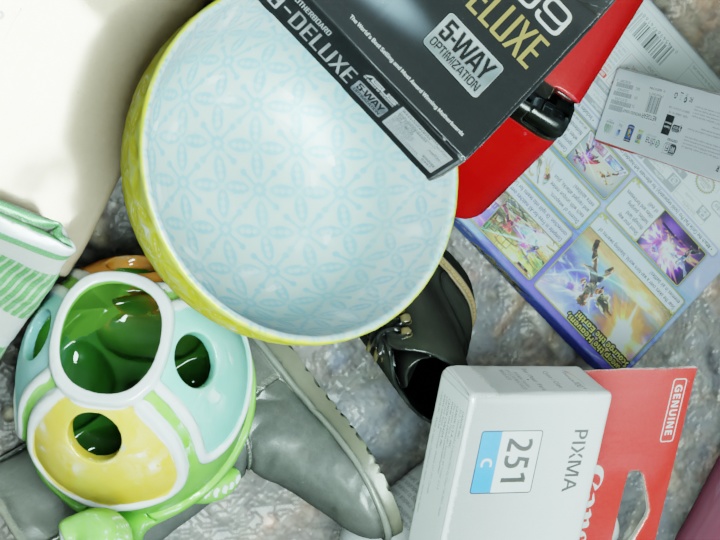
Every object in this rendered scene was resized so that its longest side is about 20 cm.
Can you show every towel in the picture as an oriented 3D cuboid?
[{"bbox_3d":[-0.262,0.015,1.411,0.153,0.023,0.200,22,133,-21],"label":"towel"}]

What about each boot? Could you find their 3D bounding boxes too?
[{"bbox_3d":[-0.100,0.137,1.508,0.200,0.073,0.182,-35,72,-15],"label":"boot"},{"bbox_3d":[0.000,0.000,1.490,0.200,0.138,0.077,37,111,-21],"label":"boot"}]

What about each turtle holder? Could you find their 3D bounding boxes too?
[{"bbox_3d":[-0.141,0.076,1.432,0.141,0.132,0.186,32,74,16],"label":"turtle holder"}]

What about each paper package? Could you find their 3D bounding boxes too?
[{"bbox_3d":[-0.208,-0.127,1.418,0.191,0.103,0.200,26,92,-22],"label":"paper package"}]

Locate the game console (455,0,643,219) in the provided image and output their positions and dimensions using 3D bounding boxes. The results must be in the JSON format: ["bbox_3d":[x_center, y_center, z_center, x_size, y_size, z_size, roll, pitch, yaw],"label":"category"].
[{"bbox_3d":[0.040,-0.156,1.476,0.200,0.172,0.119,34,50,-9],"label":"game console"}]

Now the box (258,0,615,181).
[{"bbox_3d":[0.027,-0.173,1.379,0.200,0.050,0.158,47,64,-5],"label":"box"}]

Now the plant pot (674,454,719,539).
[{"bbox_3d":[0.304,0.148,1.616,0.200,0.200,0.179,31,107,-22],"label":"plant pot"}]

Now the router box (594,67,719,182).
[{"bbox_3d":[0.261,-0.061,1.490,0.179,0.200,0.049,16,95,-21],"label":"router box"}]

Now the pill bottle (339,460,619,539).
[{"bbox_3d":[0.051,0.181,1.569,0.200,0.114,0.114,-38,111,-8],"label":"pill bottle"}]

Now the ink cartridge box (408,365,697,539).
[{"bbox_3d":[0.114,0.153,1.493,0.176,0.045,0.200,0,112,-26],"label":"ink cartridge box"}]

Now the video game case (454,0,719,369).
[{"bbox_3d":[0.152,-0.062,1.584,0.181,0.045,0.200,-47,112,-5],"label":"video game case"}]

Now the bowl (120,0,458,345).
[{"bbox_3d":[-0.056,-0.052,1.412,0.200,0.108,0.200,6,79,-30],"label":"bowl"}]
